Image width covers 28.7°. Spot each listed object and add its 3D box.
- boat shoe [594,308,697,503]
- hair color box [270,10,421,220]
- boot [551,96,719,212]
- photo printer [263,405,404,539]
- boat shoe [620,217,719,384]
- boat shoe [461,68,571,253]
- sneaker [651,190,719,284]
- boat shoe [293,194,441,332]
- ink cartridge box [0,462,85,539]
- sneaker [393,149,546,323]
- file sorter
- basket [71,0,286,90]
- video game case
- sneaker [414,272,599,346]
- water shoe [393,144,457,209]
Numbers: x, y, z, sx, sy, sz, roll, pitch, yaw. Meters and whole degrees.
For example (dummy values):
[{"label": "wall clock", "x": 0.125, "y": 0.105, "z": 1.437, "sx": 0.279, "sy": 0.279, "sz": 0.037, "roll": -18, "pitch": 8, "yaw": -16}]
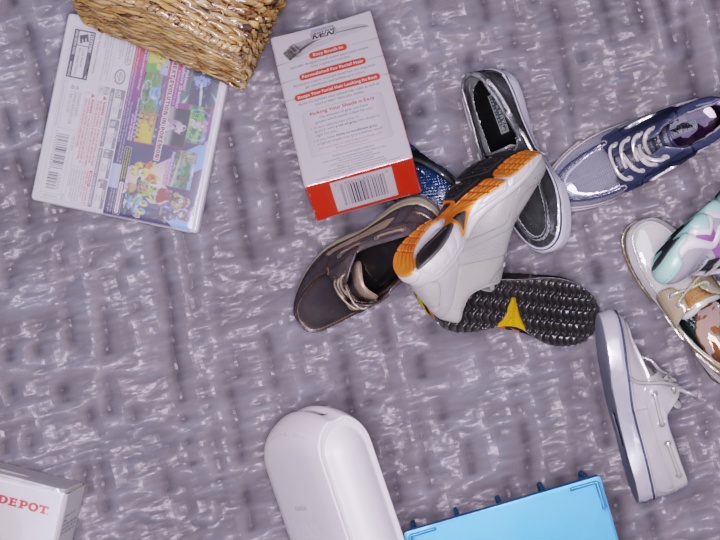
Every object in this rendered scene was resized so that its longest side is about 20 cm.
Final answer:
[{"label": "boat shoe", "x": 0.299, "y": 0.132, "z": 1.437, "sx": 0.085, "sy": 0.075, "sz": 0.204, "roll": -15, "pitch": 93, "yaw": 0}, {"label": "hair color box", "x": -0.016, "y": -0.157, "z": 1.408, "sx": 0.110, "sy": 0.064, "sz": 0.201, "roll": -15, "pitch": 57, "yaw": 2}, {"label": "boot", "x": 0.281, "y": -0.123, "z": 1.432, "sx": 0.199, "sy": 0.090, "sz": 0.073, "roll": -29, "pitch": 89, "yaw": 1}, {"label": "photo printer", "x": -0.027, "y": 0.234, "z": 1.402, "sx": 0.069, "sy": 0.166, "sz": 0.202, "roll": -18, "pitch": 89, "yaw": -26}, {"label": "boat shoe", "x": 0.342, "y": 0.029, "z": 1.439, "sx": 0.075, "sy": 0.068, "sz": 0.201, "roll": -37, "pitch": 88, "yaw": 2}, {"label": "boat shoe", "x": 0.154, "y": -0.111, "z": 1.435, "sx": 0.073, "sy": 0.068, "sz": 0.201, "roll": -17, "pitch": 88, "yaw": 34}, {"label": "sneaker", "x": 0.387, "y": -0.012, "z": 1.396, "sx": 0.200, "sy": 0.078, "sz": 0.140, "roll": -38, "pitch": 83, "yaw": -30}, {"label": "boat shoe", "x": 0.000, "y": 0.000, "z": 1.417, "sx": 0.074, "sy": 0.073, "sz": 0.200, "roll": 43, "pitch": 118, "yaw": -10}, {"label": "ink cartridge box", "x": -0.381, "y": 0.302, "z": 1.448, "sx": 0.143, "sy": 0.084, "sz": 0.202, "roll": 13, "pitch": 90, "yaw": 3}, {"label": "sneaker", "x": 0.117, "y": -0.034, "z": 1.359, "sx": 0.200, "sy": 0.075, "sz": 0.092, "roll": -45, "pitch": 119, "yaw": -21}, {"label": "file sorter", "x": 0.157, "y": 0.293, "z": 1.414, "sx": 0.198, "sy": 0.123, "sz": 0.140, "roll": -16, "pitch": 89, "yaw": 2}, {"label": "basket", "x": -0.177, "y": -0.298, "z": 1.411, "sx": 0.198, "sy": 0.143, "sz": 0.150, "roll": 23, "pitch": 79, "yaw": 4}, {"label": "video game case", "x": -0.239, "y": -0.155, "z": 1.482, "sx": 0.180, "sy": 0.023, "sz": 0.202, "roll": 12, "pitch": 88, "yaw": 2}, {"label": "sneaker", "x": 0.149, "y": 0.028, "z": 1.447, "sx": 0.198, "sy": 0.090, "sz": 0.071, "roll": 6, "pitch": 103, "yaw": -24}, {"label": "water shoe", "x": 0.027, "y": -0.113, "z": 1.445, "sx": 0.199, "sy": 0.079, "sz": 0.072, "roll": 27, "pitch": 90, "yaw": 2}]
